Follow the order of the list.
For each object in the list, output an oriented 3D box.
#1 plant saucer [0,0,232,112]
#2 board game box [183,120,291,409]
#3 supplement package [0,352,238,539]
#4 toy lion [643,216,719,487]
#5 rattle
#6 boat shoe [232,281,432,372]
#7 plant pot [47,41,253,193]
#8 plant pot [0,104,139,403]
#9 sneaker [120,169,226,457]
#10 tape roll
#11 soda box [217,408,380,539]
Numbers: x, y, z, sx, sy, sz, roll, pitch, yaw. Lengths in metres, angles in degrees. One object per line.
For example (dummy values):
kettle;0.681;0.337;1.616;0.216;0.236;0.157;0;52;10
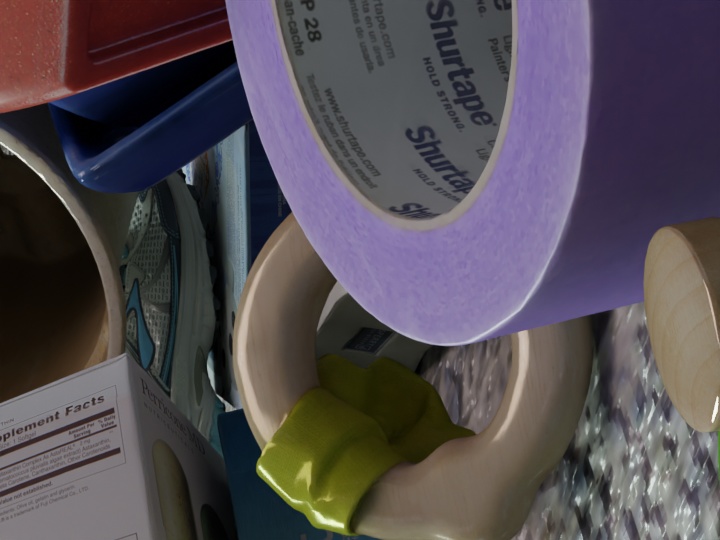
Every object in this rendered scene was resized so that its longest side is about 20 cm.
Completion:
plant saucer;-0.033;-0.148;0.717;0.037;0.199;0.201;38;135;34
board game box;-0.060;-0.038;1.194;0.199;0.043;0.202;-159;68;-73
supplement package;-0.115;0.174;0.956;0.152;0.150;0.201;54;-163;-52
toy lion;0.126;0.098;0.490;0.200;0.068;0.193;-133;36;-69
rattle;0.041;-0.007;0.818;0.129;0.142;0.202;3;86;38
boat shoe;-0.001;0.000;0.951;0.201;0.069;0.072;141;137;-67
plant pot;-0.089;-0.163;0.961;0.180;0.199;0.200;54;-176;-30
plant pot;-0.182;-0.025;1.066;0.184;0.199;0.202;-71;-11;-62
sneaker;-0.113;0.036;1.158;0.078;0.086;0.202;125;139;-68
tape roll;0.040;-0.086;0.638;0.200;0.084;0.202;37;133;52
soda box;-0.007;0.147;0.937;0.064;0.067;0.201;77;180;-52
